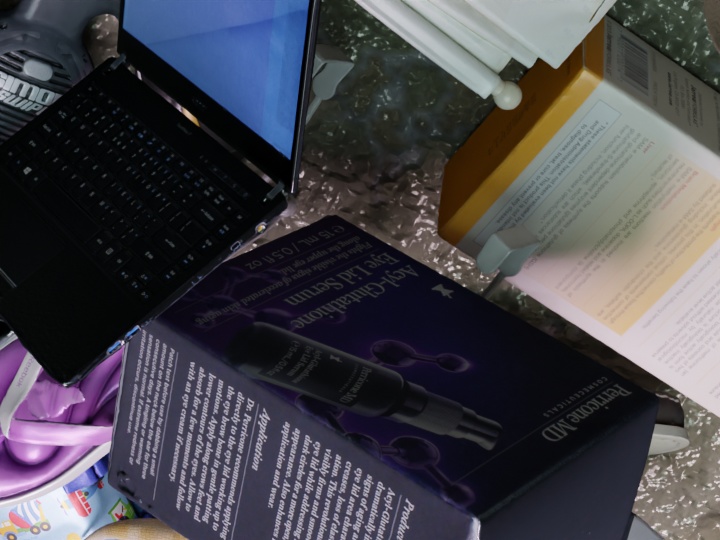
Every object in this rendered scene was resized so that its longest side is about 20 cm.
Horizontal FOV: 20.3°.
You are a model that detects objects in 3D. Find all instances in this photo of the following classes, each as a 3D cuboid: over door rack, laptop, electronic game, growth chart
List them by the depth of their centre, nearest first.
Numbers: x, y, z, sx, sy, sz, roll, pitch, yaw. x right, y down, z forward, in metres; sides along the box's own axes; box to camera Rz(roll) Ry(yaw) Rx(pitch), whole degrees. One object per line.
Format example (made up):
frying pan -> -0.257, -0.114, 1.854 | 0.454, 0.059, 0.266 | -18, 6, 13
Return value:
laptop -> -0.114, -0.080, 0.897 | 0.200, 0.177, 0.103 | -40, 131, -9
growth chart -> 0.084, -0.175, 0.928 | 0.200, 0.018, 0.145 | -45, 110, 3
electronic game -> -0.172, -0.092, 1.004 | 0.199, 0.042, 0.200 | -9, 122, -14
over door rack -> 0.000, 0.000, 1.027 | 0.148, 0.067, 0.200 | 45, 130, 16

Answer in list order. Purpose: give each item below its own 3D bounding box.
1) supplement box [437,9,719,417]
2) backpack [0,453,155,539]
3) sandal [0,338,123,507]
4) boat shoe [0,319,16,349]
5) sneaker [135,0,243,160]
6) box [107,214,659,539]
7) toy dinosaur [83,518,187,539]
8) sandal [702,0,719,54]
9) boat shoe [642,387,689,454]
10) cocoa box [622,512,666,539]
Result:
supplement box -> 0.156, -0.026, 1.034 | 0.200, 0.074, 0.126 | 33, 122, -15
backpack -> -0.211, 0.077, 1.104 | 0.182, 0.135, 0.200 | -14, 120, 13
sandal -> -0.136, 0.053, 1.007 | 0.202, 0.050, 0.083 | -26, 79, -1
boat shoe -> -0.170, 0.013, 0.982 | 0.062, 0.200, 0.073 | 32, 142, 36
sneaker -> -0.061, -0.130, 0.951 | 0.070, 0.090, 0.201 | 1, 117, -19
box -> 0.008, 0.078, 0.907 | 0.200, 0.148, 0.105 | 29, 124, 27
toy dinosaur -> -0.052, 0.137, 1.009 | 0.200, 0.101, 0.058 | 22, 170, 20
sandal -> 0.156, -0.188, 0.890 | 0.054, 0.080, 0.201 | -10, 102, -16
boat shoe -> 0.083, 0.063, 1.107 | 0.201, 0.061, 0.072 | 6, 159, 0
cocoa box -> 0.047, 0.187, 1.118 | 0.131, 0.134, 0.200 | 41, 144, -20
